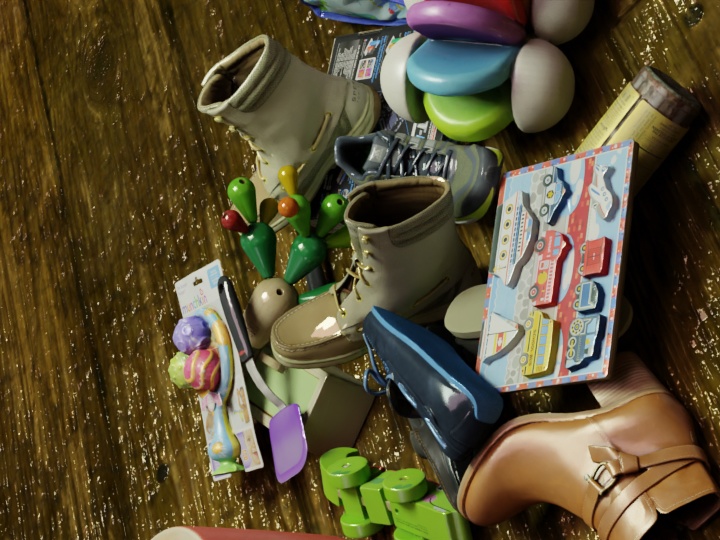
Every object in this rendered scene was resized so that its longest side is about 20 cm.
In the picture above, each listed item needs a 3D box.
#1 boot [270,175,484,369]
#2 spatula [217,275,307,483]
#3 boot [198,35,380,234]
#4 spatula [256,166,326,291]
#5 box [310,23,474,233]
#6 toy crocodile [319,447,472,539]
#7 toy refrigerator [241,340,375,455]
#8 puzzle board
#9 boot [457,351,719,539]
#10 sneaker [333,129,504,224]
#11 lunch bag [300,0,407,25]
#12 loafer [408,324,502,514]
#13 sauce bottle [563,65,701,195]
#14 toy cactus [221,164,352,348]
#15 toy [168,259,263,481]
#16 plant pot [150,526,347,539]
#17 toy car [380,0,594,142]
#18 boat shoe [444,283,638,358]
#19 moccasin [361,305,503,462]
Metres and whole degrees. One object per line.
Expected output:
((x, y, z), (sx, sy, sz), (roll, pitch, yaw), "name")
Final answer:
((0.000, 0.000, 1.667), (0.200, 0.155, 0.072), (-21, 51, 1), "boot")
((-0.093, 0.095, 1.765), (0.057, 0.021, 0.200), (-37, 73, 47), "spatula")
((-0.098, -0.126, 1.823), (0.200, 0.155, 0.072), (-46, 42, 24), "boot")
((-0.062, -0.036, 1.915), (0.021, 0.056, 0.200), (-49, 44, 29), "spatula")
((0.033, -0.140, 1.850), (0.198, 0.050, 0.200), (-3, 71, 48), "box")
((0.029, 0.199, 1.676), (0.200, 0.062, 0.068), (8, 120, 51), "toy crocodile")
((-0.077, 0.108, 1.841), (0.200, 0.070, 0.076), (29, 95, 54), "toy refrigerator")
((0.154, -0.001, 1.547), (0.151, 0.017, 0.200), (-13, 61, 47), "puzzle board")
((0.178, 0.175, 1.484), (0.200, 0.077, 0.155), (-36, 48, 10), "boot")
((0.049, -0.087, 1.700), (0.200, 0.081, 0.074), (5, 79, 53), "sneaker")
((0.025, -0.339, 1.913), (0.200, 0.127, 0.170), (15, 82, 40), "lunch bag")
((0.077, 0.140, 1.642), (0.072, 0.073, 0.200), (-53, 29, 32), "loafer")
((0.200, -0.077, 1.598), (0.200, 0.065, 0.065), (-51, 39, 20), "sauce bottle")
((-0.058, 0.004, 1.788), (0.165, 0.200, 0.102), (-55, 6, 13), "toy cactus")
((-0.152, 0.101, 1.834), (0.115, 0.047, 0.200), (-25, 79, 59), "toy")
((-0.105, 0.313, 1.682), (0.200, 0.177, 0.201), (-28, 51, 41), "plant pot")
((0.101, -0.219, 1.691), (0.175, 0.150, 0.200), (9, 77, 25), "toy car")
((0.158, 0.049, 1.591), (0.201, 0.063, 0.074), (-2, 49, 51), "boat shoe")
((0.043, 0.091, 1.578), (0.068, 0.080, 0.200), (-64, 27, 11), "moccasin")
